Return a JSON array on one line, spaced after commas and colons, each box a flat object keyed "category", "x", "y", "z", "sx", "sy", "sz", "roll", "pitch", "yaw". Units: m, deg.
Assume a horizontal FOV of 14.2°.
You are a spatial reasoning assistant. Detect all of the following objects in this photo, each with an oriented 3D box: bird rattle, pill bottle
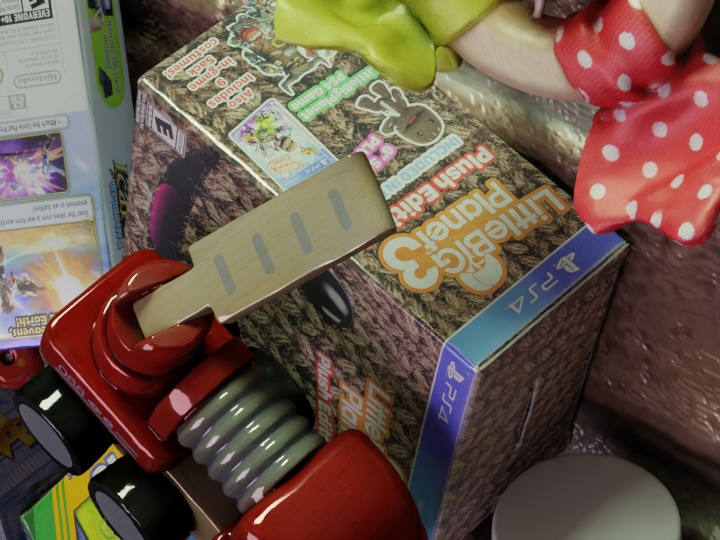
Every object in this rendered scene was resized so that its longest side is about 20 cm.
[{"category": "bird rattle", "x": 0.070, "y": -0.106, "z": 1.050, "sx": 0.200, "sy": 0.113, "sz": 0.164, "roll": 31, "pitch": 128, "yaw": 28}, {"category": "pill bottle", "x": 0.102, "y": 0.178, "z": 1.295, "sx": 0.111, "sy": 0.111, "sz": 0.200, "roll": 32, "pitch": 145, "yaw": 31}]

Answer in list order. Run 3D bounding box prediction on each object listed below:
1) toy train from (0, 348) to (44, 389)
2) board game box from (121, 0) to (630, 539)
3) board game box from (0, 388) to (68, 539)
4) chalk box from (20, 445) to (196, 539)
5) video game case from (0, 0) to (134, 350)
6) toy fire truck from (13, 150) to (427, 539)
[{"category": "toy train", "x": -0.185, "y": -0.001, "z": 1.446, "sx": 0.085, "sy": 0.199, "sz": 0.116, "roll": -51, "pitch": -60, "yaw": -77}, {"category": "board game box", "x": 0.000, "y": 0.000, "z": 1.257, "sx": 0.200, "sy": 0.097, "sz": 0.160, "roll": 40, "pitch": 149, "yaw": 20}, {"category": "board game box", "x": -0.189, "y": 0.172, "z": 1.748, "sx": 0.200, "sy": 0.062, "sz": 0.200, "roll": 29, "pitch": 144, "yaw": 35}, {"category": "chalk box", "x": -0.040, "y": 0.160, "z": 1.332, "sx": 0.124, "sy": 0.125, "sz": 0.200, "roll": -43, "pitch": 65, "yaw": 27}, {"category": "video game case", "x": -0.200, "y": -0.050, "z": 1.386, "sx": 0.199, "sy": 0.045, "sz": 0.182, "roll": -6, "pitch": 93, "yaw": 26}, {"category": "toy fire truck", "x": -0.036, "y": 0.052, "z": 1.168, "sx": 0.176, "sy": 0.129, "sz": 0.200, "roll": 49, "pitch": 161, "yaw": 5}]
